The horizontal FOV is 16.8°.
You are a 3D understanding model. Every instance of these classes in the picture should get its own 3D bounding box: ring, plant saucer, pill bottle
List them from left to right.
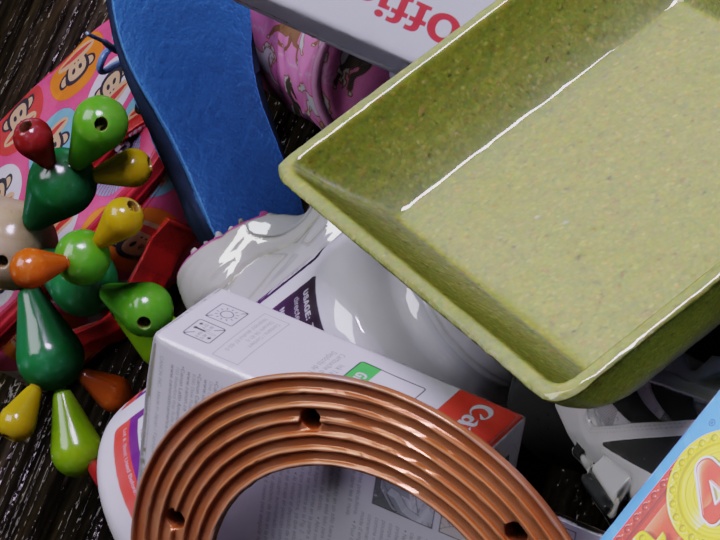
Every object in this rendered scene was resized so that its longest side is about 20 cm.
[{"bbox_3d":[-0.008,0.057,0.997,0.200,0.112,0.113,-37,36,30],"label":"pill bottle"},{"bbox_3d":[0.004,0.125,0.869,0.200,0.201,0.019,-31,5,38],"label":"ring"},{"bbox_3d":[0.100,-0.041,0.876,0.200,0.048,0.200,-38,38,-10],"label":"plant saucer"}]

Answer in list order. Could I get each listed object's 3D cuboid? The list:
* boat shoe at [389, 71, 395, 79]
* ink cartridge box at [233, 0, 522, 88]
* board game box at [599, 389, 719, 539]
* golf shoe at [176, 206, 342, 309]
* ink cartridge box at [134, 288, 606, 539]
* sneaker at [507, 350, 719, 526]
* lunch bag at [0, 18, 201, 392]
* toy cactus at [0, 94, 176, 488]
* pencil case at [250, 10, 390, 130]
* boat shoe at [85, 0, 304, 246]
[{"bbox_3d":[0.075,-0.149,1.121,0.065,0.074,0.200,5,59,27],"label":"boat shoe"},{"bbox_3d":[0.032,-0.184,0.997,0.200,0.145,0.083,-66,-13,2],"label":"ink cartridge box"},{"bbox_3d":[0.120,0.170,0.713,0.200,0.056,0.196,-53,48,9],"label":"board game box"},{"bbox_3d":[0.000,0.000,1.093,0.200,0.075,0.092,-34,53,37],"label":"golf shoe"},{"bbox_3d":[0.013,0.094,0.893,0.050,0.200,0.109,-38,-37,-52],"label":"ink cartridge box"},{"bbox_3d":[0.109,0.076,0.848,0.200,0.074,0.089,2,62,56],"label":"sneaker"},{"bbox_3d":[-0.142,-0.030,1.307,0.200,0.082,0.176,-42,38,27],"label":"lunch bag"},{"bbox_3d":[-0.156,0.005,1.196,0.102,0.201,0.165,-25,36,-35],"label":"toy cactus"},{"bbox_3d":[-0.019,-0.125,1.211,0.083,0.087,0.200,-25,30,-11],"label":"pencil case"},{"bbox_3d":[-0.089,-0.088,1.187,0.069,0.084,0.201,-175,71,-69],"label":"boat shoe"}]
